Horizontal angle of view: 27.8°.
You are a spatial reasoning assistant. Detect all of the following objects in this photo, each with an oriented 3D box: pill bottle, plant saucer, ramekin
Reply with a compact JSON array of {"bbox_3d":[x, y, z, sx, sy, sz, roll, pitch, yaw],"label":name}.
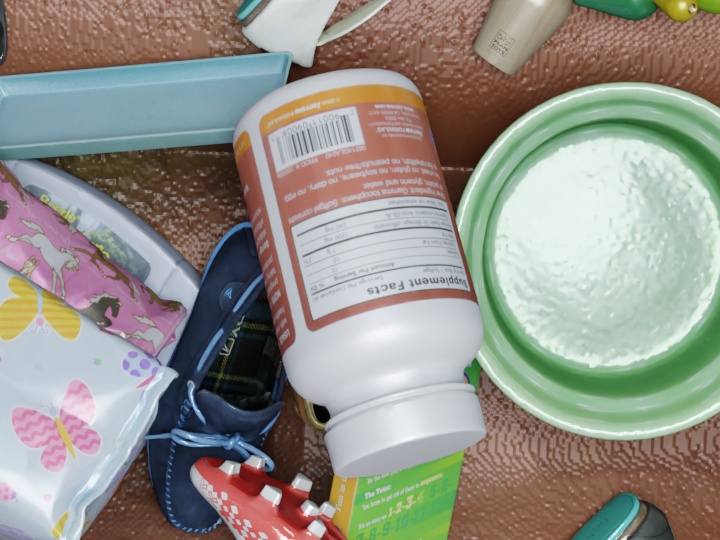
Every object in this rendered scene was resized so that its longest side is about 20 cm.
[{"bbox_3d":[0.003,0.003,0.789,0.111,0.112,0.202,-15,74,4],"label":"pill bottle"},{"bbox_3d":[-0.139,-0.097,0.875,0.198,0.070,0.019,-4,136,13],"label":"plant saucer"},{"bbox_3d":[0.150,-0.008,0.859,0.197,0.098,0.203,0,95,3],"label":"ramekin"}]

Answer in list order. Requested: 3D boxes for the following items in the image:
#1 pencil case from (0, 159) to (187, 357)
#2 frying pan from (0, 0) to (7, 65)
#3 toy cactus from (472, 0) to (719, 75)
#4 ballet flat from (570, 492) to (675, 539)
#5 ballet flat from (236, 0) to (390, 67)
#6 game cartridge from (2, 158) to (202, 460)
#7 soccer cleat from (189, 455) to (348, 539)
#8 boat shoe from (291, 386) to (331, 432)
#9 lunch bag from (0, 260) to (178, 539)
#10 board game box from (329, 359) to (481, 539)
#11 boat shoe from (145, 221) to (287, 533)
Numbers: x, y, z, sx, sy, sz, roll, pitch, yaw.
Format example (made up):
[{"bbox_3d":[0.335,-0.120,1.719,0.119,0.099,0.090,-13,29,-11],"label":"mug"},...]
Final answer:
[{"bbox_3d":[-0.194,-0.007,0.837,0.200,0.083,0.087,43,59,-10],"label":"pencil case"},{"bbox_3d":[-0.222,-0.237,0.891,0.114,0.031,0.191,-28,114,-5],"label":"frying pan"},{"bbox_3d":[0.127,-0.189,0.856,0.199,0.102,0.166,32,106,-9],"label":"toy cactus"},{"bbox_3d":[0.116,0.222,0.900,0.199,0.068,0.069,-37,102,6],"label":"ballet flat"},{"bbox_3d":[0.009,-0.197,0.854,0.069,0.069,0.200,45,117,-2],"label":"ballet flat"},{"bbox_3d":[-0.191,0.012,0.912,0.199,0.041,0.134,33,92,0],"label":"game cartridge"},{"bbox_3d":[-0.026,0.180,0.820,0.199,0.069,0.086,34,99,14],"label":"soccer cleat"},{"bbox_3d":[0.000,0.000,0.883,0.071,0.068,0.203,7,95,4],"label":"boat shoe"},{"bbox_3d":[-0.195,0.065,0.751,0.169,0.200,0.128,31,68,-3],"label":"lunch bag"},{"bbox_3d":[0.023,0.130,0.885,0.030,0.095,0.202,19,100,43],"label":"board game box"},{"bbox_3d":[-0.084,0.073,0.875,0.083,0.069,0.202,2,110,-26],"label":"boat shoe"}]
